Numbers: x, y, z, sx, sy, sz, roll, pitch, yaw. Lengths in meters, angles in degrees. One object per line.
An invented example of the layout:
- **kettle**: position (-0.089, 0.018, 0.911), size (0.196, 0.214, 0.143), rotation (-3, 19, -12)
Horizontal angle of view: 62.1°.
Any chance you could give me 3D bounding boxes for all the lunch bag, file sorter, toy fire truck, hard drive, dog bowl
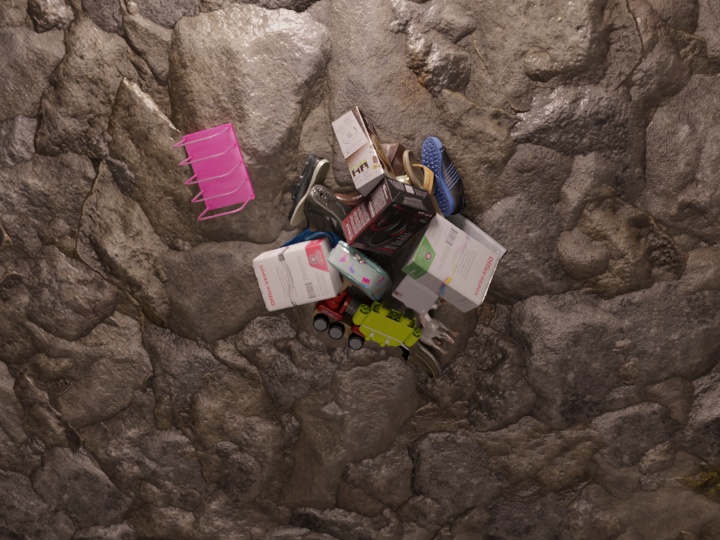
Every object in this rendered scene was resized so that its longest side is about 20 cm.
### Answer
- **lunch bag**: position (0.000, 0.000, 1.517), size (0.160, 0.200, 0.078), rotation (38, 87, 16)
- **file sorter**: position (-0.374, -0.247, 1.521), size (0.136, 0.126, 0.204), rotation (-12, 112, 9)
- **toy fire truck**: position (-0.018, 0.086, 1.654), size (0.174, 0.130, 0.201), rotation (28, 122, -8)
- **hard drive**: position (0.263, -0.058, 1.558), size (0.199, 0.033, 0.141), rotation (40, 104, 16)
- **dog bowl**: position (-0.138, -0.058, 1.627), size (0.198, 0.050, 0.112), rotation (-32, 107, 15)

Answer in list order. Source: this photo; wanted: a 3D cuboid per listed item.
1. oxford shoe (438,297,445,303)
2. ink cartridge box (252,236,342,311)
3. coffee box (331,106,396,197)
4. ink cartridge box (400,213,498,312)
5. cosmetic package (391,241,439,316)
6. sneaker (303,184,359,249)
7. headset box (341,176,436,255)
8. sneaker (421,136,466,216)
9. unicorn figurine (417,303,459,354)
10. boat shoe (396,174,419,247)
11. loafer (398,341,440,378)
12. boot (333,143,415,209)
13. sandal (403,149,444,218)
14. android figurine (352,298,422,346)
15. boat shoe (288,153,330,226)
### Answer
- **oxford shoe**: position (0.255, -0.005, 1.620), size (0.074, 0.070, 0.202), rotation (31, 105, 4)
- **ink cartridge box**: position (-0.164, 0.010, 1.572), size (0.196, 0.084, 0.148), rotation (-13, 104, 16)
- **coffee box**: position (0.014, -0.273, 1.436), size (0.079, 0.113, 0.203), rotation (-28, 65, 16)
- **ink cartridge box**: position (0.218, -0.016, 1.444), size (0.198, 0.147, 0.087), rotation (31, 156, -7)
- **cosmetic package**: position (0.147, 0.018, 1.557), size (0.106, 0.201, 0.091), rotation (31, 112, -11)
- **sneaker**: position (-0.067, -0.121, 1.531), size (0.198, 0.077, 0.114), rotation (39, 147, -7)
- **headset box**: position (0.061, -0.119, 1.435), size (0.147, 0.076, 0.200), rotation (11, 141, -38)
- **sneaker**: position (0.215, -0.241, 1.521), size (0.069, 0.077, 0.204), rotation (-9, 97, 50)
- **unicorn figurine**: position (0.204, 0.157, 1.656), size (0.136, 0.074, 0.202), rotation (29, 135, 8)
- **boat shoe**: position (0.121, -0.146, 1.530), size (0.061, 0.074, 0.204), rotation (-7, 111, 14)
- **loafer**: position (0.151, 0.240, 1.710), size (0.070, 0.075, 0.201), rotation (-44, 97, -21)
- **boot**: position (0.029, -0.244, 1.531), size (0.182, 0.065, 0.204), rotation (13, 114, -11)
- **sandal**: position (0.167, -0.210, 1.475), size (0.053, 0.080, 0.203), rotation (-25, 96, 26)
- **android figurine**: position (0.067, 0.144, 1.553), size (0.179, 0.042, 0.201), rotation (24, 146, -7)
- **boat shoe**: position (-0.149, -0.213, 1.556), size (0.066, 0.074, 0.201), rotation (39, 122, 18)
